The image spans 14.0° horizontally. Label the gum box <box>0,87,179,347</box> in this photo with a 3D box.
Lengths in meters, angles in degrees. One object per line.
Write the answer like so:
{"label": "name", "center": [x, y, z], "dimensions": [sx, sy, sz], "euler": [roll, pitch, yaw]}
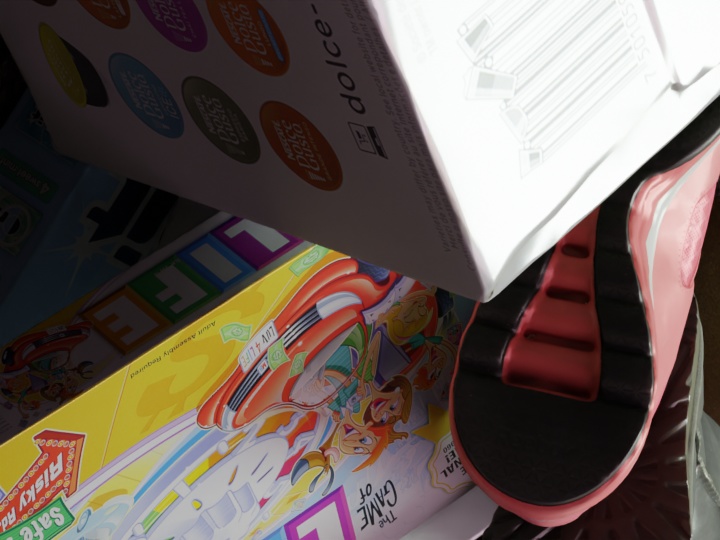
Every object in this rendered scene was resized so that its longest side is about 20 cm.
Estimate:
{"label": "gum box", "center": [-0.066, -0.011, 1.008], "dimensions": [0.200, 0.045, 0.170], "euler": [-59, 147, 0]}

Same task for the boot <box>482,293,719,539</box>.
{"label": "boot", "center": [0.100, 0.114, 0.996], "dimensions": [0.200, 0.072, 0.182], "euler": [71, 35, -54]}

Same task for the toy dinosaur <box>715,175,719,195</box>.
{"label": "toy dinosaur", "center": [0.128, -0.070, 0.952], "dimensions": [0.047, 0.200, 0.088], "euler": [-12, 94, -15]}

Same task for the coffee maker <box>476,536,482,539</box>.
{"label": "coffee maker", "center": [0.054, 0.112, 1.134], "dimensions": [0.200, 0.192, 0.135], "euler": [-24, 154, -38]}

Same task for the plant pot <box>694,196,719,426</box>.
{"label": "plant pot", "center": [0.190, -0.018, 1.035], "dimensions": [0.186, 0.200, 0.187], "euler": [1, 88, -18]}

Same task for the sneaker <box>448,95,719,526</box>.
{"label": "sneaker", "center": [0.072, -0.015, 0.901], "dimensions": [0.087, 0.074, 0.200], "euler": [74, 32, -72]}

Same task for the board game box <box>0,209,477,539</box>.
{"label": "board game box", "center": [-0.048, 0.055, 0.867], "dimensions": [0.200, 0.034, 0.135], "euler": [-33, 137, -21]}

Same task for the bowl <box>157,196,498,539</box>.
{"label": "bowl", "center": [0.000, 0.000, 0.968], "dimensions": [0.201, 0.090, 0.201], "euler": [-24, 132, -29]}

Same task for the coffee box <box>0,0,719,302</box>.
{"label": "coffee box", "center": [0.005, -0.145, 0.810], "dimensions": [0.200, 0.198, 0.200], "euler": [-41, 128, -25]}
